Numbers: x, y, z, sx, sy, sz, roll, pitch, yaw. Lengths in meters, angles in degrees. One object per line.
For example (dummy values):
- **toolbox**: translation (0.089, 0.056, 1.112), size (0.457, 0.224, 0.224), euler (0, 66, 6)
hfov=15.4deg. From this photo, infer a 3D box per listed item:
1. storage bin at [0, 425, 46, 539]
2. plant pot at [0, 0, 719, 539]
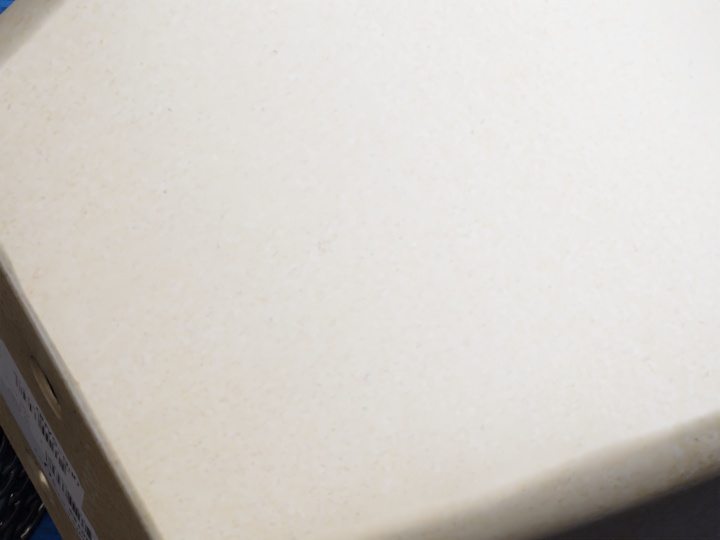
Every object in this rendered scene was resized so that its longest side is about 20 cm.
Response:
- **storage bin**: translation (-0.198, 0.038, 0.762), size (0.200, 0.094, 0.135), euler (33, 90, 14)
- **plant pot**: translation (0.000, 0.000, 0.646), size (0.177, 0.200, 0.200), euler (-27, 78, -16)
